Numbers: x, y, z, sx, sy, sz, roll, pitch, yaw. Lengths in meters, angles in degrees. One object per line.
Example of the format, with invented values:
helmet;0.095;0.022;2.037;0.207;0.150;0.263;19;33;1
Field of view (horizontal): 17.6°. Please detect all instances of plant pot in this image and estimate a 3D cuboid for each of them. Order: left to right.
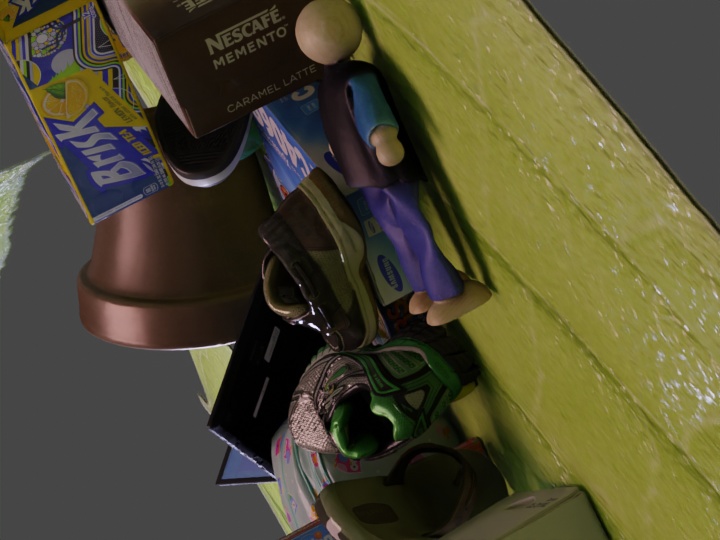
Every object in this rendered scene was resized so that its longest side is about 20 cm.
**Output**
plant pot;-0.148;-0.046;1.996;0.200;0.200;0.175;-136;39;-64

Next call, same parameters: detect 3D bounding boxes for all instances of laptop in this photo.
laptop;-0.086;0.067;1.829;0.103;0.178;0.200;9;162;28

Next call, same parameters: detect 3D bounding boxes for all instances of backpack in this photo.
backpack;0.021;0.173;1.739;0.200;0.167;0.127;63;147;9

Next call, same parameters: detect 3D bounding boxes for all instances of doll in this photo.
doll;0.010;-0.068;1.381;0.200;0.048;0.136;65;170;-15

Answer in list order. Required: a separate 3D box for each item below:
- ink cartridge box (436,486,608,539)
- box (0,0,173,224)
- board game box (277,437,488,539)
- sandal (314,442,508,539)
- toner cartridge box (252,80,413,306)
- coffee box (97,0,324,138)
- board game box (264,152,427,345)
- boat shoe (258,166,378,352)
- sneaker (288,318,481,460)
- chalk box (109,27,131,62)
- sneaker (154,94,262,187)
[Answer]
ink cartridge box;0.127;0.245;1.460;0.200;0.083;0.146;63;164;0
box;-0.193;-0.123;1.586;0.064;0.070;0.200;58;172;36
board game box;0.017;0.210;1.655;0.103;0.200;0.019;64;173;-8
sandal;0.047;0.150;1.557;0.080;0.057;0.201;41;-158;21
toner cartridge box;-0.018;-0.067;1.562;0.200;0.043;0.095;50;166;53
coffee box;-0.102;-0.181;1.485;0.200;0.114;0.080;50;165;50
board game box;0.000;0.000;1.674;0.200;0.034;0.136;48;163;57
boat shoe;-0.033;0.002;1.489;0.072;0.066;0.201;58;170;23
sneaker;-0.004;0.091;1.585;0.078;0.085;0.200;51;151;-5
chalk box;-0.237;-0.270;1.967;0.200;0.124;0.124;65;172;-7
sneaker;-0.107;-0.112;1.711;0.121;0.083;0.200;71;-168;-49
